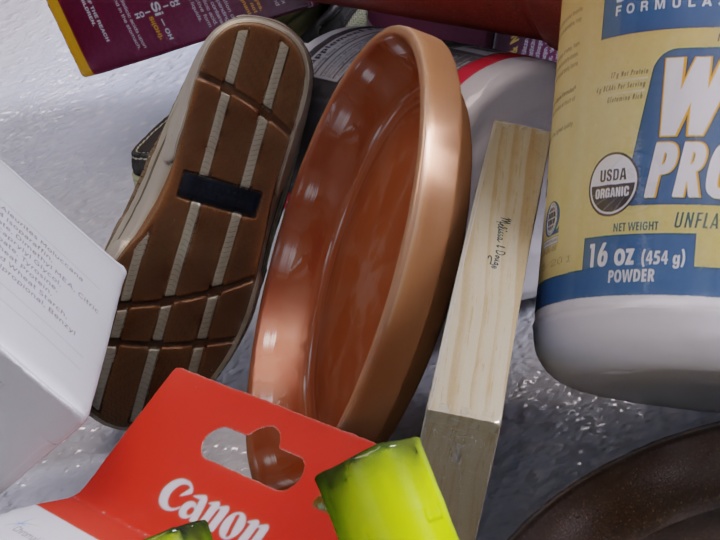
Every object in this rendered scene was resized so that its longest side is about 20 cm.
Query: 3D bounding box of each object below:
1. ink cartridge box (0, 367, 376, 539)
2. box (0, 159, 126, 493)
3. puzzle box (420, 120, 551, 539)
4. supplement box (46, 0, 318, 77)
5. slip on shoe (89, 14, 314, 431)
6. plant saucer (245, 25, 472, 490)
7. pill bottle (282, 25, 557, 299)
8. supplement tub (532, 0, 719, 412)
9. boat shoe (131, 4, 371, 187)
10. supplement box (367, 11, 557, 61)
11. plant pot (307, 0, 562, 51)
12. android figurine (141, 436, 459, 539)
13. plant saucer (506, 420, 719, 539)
[{"bbox_3d":[-0.096,0.119,0.716,0.162,0.057,0.200,16,69,50],"label":"ink cartridge box"},{"bbox_3d":[-0.238,0.026,0.820,0.199,0.200,0.131,-40,21,21],"label":"box"},{"bbox_3d":[0.039,0.049,0.731,0.025,0.133,0.200,12,33,4],"label":"puzzle box"},{"bbox_3d":[-0.081,-0.187,1.149,0.200,0.086,0.110,-10,20,44],"label":"supplement box"},{"bbox_3d":[-0.076,-0.022,0.923,0.076,0.201,0.061,18,5,-5],"label":"slip on shoe"},{"bbox_3d":[0.000,0.000,0.816,0.032,0.201,0.200,16,22,-15],"label":"plant saucer"},{"bbox_3d":[0.020,-0.059,0.959,0.111,0.111,0.200,-34,30,-25],"label":"pill bottle"},{"bbox_3d":[0.141,-0.053,0.732,0.144,0.201,0.145,5,-10,1],"label":"supplement tub"},{"bbox_3d":[-0.065,-0.117,1.175,0.201,0.066,0.072,-38,31,-31],"label":"boat shoe"},{"bbox_3d":[0.113,-0.191,1.087,0.200,0.131,0.103,-32,64,-24],"label":"supplement box"},{"bbox_3d":[0.053,-0.194,0.905,0.195,0.201,0.201,8,36,23],"label":"plant pot"},{"bbox_3d":[0.009,0.151,0.510,0.182,0.200,0.041,-22,-7,-7],"label":"android figurine"},{"bbox_3d":[0.131,0.116,0.649,0.200,0.032,0.200,-17,27,9],"label":"plant saucer"}]
